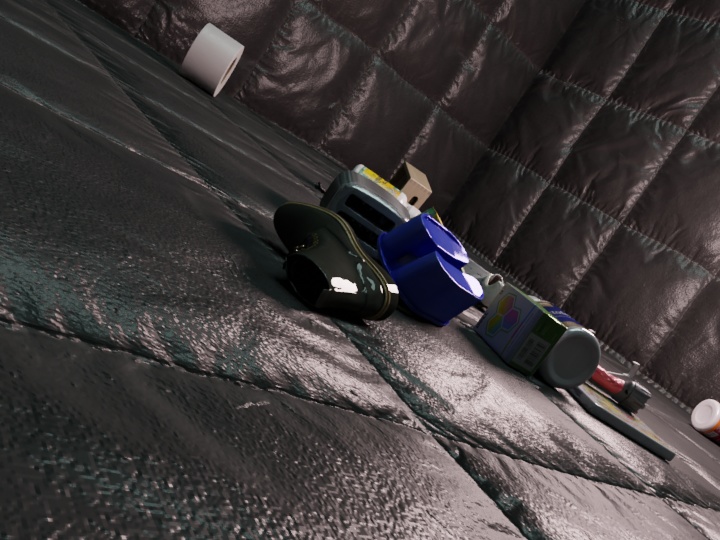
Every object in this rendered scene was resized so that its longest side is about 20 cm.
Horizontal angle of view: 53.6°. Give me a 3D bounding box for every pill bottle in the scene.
[{"bbox_3d":[1.179,0.510,2.300,0.199,0.113,0.113,32,9,-12],"label":"pill bottle"},{"bbox_3d":[0.339,0.123,1.303,0.115,0.116,0.200,31,9,-20],"label":"pill bottle"},{"bbox_3d":[0.049,-0.176,1.847,0.199,0.113,0.113,35,9,4],"label":"pill bottle"}]

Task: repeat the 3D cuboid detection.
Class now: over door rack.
[{"bbox_3d":[0.478,0.194,1.532,0.199,0.067,0.148,1,28,-35],"label":"over door rack"}]

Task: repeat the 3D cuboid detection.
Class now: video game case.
[{"bbox_3d":[0.467,0.261,1.334,0.199,0.023,0.182,32,9,-15],"label":"video game case"}]

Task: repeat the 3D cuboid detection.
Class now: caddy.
[{"bbox_3d":[0.099,0.004,1.081,0.200,0.105,0.142,29,35,-53],"label":"caddy"}]

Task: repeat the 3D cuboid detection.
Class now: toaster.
[{"bbox_3d":[0.004,-0.102,1.296,0.199,0.114,0.129,35,11,-11],"label":"toaster"}]

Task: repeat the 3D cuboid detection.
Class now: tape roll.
[{"bbox_3d":[-0.507,-0.717,2.433,0.139,0.203,0.203,31,9,-12],"label":"tape roll"}]

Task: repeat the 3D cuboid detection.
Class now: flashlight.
[{"bbox_3d":[0.466,0.197,1.380,0.199,0.068,0.068,33,8,4],"label":"flashlight"}]

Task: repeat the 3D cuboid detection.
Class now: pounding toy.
[{"bbox_3d":[0.167,-0.267,2.636,0.142,0.200,0.185,30,24,-21],"label":"pounding toy"}]

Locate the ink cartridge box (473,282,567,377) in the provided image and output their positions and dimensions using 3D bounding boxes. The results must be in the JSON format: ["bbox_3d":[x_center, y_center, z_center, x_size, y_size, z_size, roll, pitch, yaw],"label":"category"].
[{"bbox_3d":[0.263,0.089,1.240,0.059,0.104,0.200,31,9,-22],"label":"ink cartridge box"}]

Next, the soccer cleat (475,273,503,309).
[{"bbox_3d":[0.302,0.042,1.692,0.070,0.087,0.200,32,9,-11],"label":"soccer cleat"}]

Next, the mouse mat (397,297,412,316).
[{"bbox_3d":[0.000,0.000,1.082,0.160,0.008,0.200,32,8,-14],"label":"mouse mat"}]

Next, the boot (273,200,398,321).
[{"bbox_3d":[-0.059,-0.025,0.796,0.200,0.078,0.138,38,14,30],"label":"boot"}]

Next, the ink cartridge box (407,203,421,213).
[{"bbox_3d":[0.093,-0.188,2.168,0.200,0.084,0.145,36,9,13],"label":"ink cartridge box"}]

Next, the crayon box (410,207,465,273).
[{"bbox_3d":[0.152,-0.025,1.337,0.200,0.058,0.173,-69,135,-81],"label":"crayon box"}]

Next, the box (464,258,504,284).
[{"bbox_3d":[0.339,0.048,1.843,0.200,0.041,0.156,39,-4,20],"label":"box"}]
